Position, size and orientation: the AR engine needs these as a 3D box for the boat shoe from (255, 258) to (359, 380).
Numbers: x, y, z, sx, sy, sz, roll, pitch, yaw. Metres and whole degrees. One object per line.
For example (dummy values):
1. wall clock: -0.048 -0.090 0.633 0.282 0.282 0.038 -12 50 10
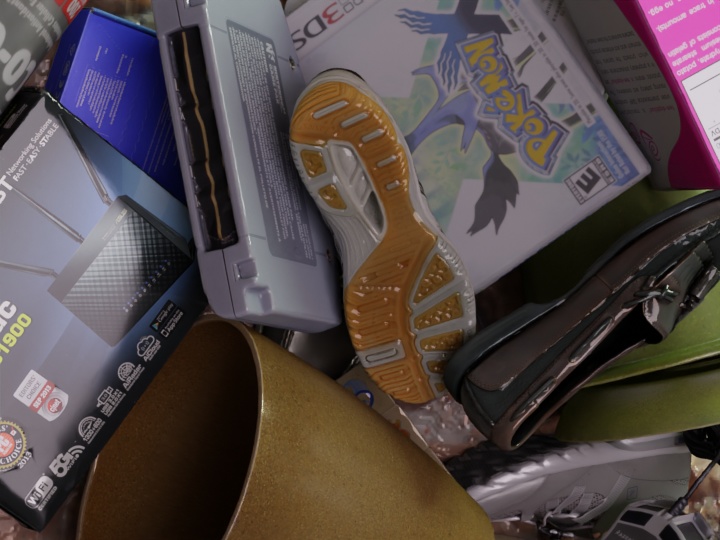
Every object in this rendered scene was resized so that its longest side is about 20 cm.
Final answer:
1. boat shoe: -0.002 -0.001 1.352 0.072 0.060 0.202 29 83 -24

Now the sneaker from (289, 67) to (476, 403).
1. sneaker: 0.017 -0.024 1.260 0.076 0.088 0.200 -15 111 5

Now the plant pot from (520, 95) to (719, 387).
1. plant pot: 0.168 -0.037 1.372 0.200 0.200 0.190 -16 89 -22

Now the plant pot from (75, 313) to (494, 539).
1. plant pot: -0.028 0.145 1.252 0.200 0.186 0.187 24 86 -28

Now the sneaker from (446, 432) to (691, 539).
1. sneaker: 0.134 0.145 1.419 0.200 0.075 0.082 -10 98 -23

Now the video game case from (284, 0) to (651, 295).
1. video game case: 0.040 -0.088 1.296 0.182 0.022 0.200 -35 83 14

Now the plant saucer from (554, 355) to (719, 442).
1. plant saucer: 0.215 0.069 1.383 0.200 0.200 0.031 -14 92 -22

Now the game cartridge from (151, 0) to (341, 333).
1. game cartridge: -0.060 -0.065 1.242 0.133 0.040 0.200 12 65 -64

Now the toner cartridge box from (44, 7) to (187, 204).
1. toner cartridge box: -0.152 -0.043 1.290 0.095 0.043 0.200 20 87 -26

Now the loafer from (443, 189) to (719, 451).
1. loafer: 0.144 0.031 1.237 0.200 0.063 0.072 -33 145 1

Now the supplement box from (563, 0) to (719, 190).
1. supplement box: 0.180 -0.153 1.240 0.103 0.101 0.200 -28 99 -13

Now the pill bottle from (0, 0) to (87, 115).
1. pill bottle: -0.243 -0.115 1.203 0.114 0.114 0.200 39 79 -22

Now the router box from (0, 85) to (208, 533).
1. router box: -0.183 0.020 1.225 0.150 0.062 0.200 39 80 -21

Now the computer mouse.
1. computer mouse: 0.182 0.178 1.375 0.200 0.110 0.044 -47 129 -8

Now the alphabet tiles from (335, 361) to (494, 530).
1. alphabet tiles: -0.025 0.155 1.343 0.166 0.006 0.200 -37 98 4

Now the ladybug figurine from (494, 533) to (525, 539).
1. ladybug figurine: 0.099 0.242 1.415 0.200 0.072 0.136 19 87 -25

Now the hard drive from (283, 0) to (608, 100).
1. hard drive: 0.069 -0.178 1.321 0.200 0.027 0.132 20 86 13
